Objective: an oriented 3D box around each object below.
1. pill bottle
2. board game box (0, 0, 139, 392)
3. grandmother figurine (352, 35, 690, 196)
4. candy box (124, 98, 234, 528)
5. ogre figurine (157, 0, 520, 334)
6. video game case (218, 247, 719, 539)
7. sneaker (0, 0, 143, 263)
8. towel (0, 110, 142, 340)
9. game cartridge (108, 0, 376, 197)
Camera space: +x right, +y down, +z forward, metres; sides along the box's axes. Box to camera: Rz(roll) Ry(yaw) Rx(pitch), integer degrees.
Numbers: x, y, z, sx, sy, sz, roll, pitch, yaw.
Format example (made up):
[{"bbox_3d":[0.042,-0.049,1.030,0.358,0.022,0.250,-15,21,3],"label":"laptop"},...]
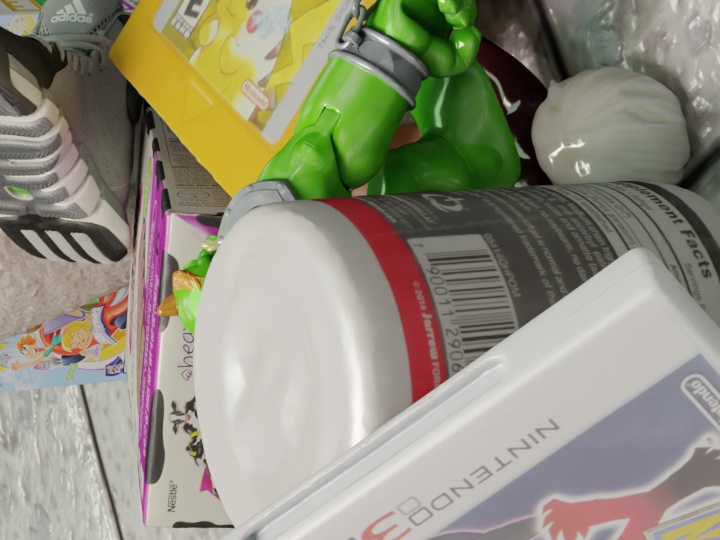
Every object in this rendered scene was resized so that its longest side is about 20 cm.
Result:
[{"bbox_3d":[0.058,0.029,0.720,0.111,0.200,0.111,11,103,59],"label":"pill bottle"},{"bbox_3d":[-0.155,-0.037,1.155,0.034,0.134,0.200,40,128,52],"label":"board game box"},{"bbox_3d":[0.049,-0.038,0.879,0.200,0.061,0.121,-12,106,57],"label":"grandmother figurine"},{"bbox_3d":[-0.067,0.012,1.014,0.200,0.061,0.137,-113,27,-72],"label":"candy box"},{"bbox_3d":[0.000,0.000,0.804,0.098,0.120,0.200,40,147,12],"label":"ogre figurine"},{"bbox_3d":[0.060,0.106,0.667,0.182,0.200,0.023,-36,37,14],"label":"video game case"},{"bbox_3d":[-0.142,-0.090,1.000,0.200,0.075,0.116,67,-148,-65],"label":"sneaker"},{"bbox_3d":[-0.173,-0.030,1.100,0.034,0.200,0.133,40,151,57],"label":"towel"},{"bbox_3d":[-0.013,-0.132,0.915,0.200,0.032,0.176,-60,37,12],"label":"game cartridge"}]
